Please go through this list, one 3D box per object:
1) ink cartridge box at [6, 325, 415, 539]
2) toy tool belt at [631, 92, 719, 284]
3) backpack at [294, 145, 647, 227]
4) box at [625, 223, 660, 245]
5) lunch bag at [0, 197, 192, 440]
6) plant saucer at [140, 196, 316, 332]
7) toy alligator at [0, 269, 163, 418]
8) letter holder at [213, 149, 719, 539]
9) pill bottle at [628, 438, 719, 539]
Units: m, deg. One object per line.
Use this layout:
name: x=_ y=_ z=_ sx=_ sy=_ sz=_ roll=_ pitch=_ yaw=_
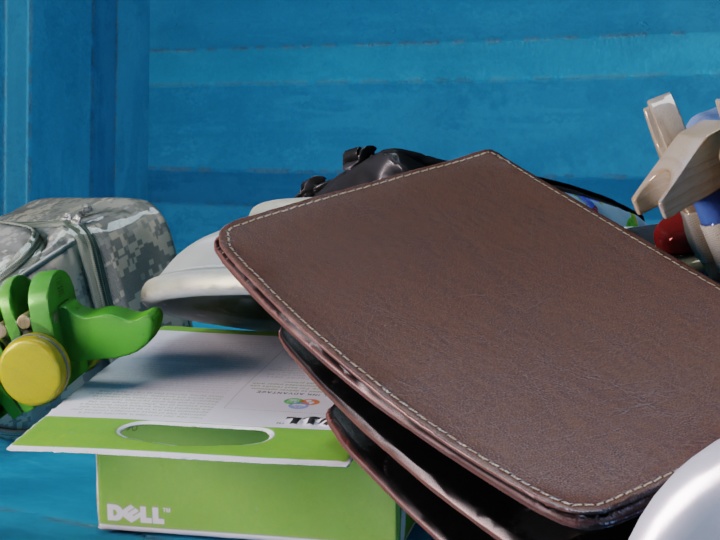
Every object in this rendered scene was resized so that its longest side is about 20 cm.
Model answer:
ink cartridge box: x=-0.052 y=0.085 z=0.760 sx=0.146 sy=0.077 sz=0.200 roll=2 pitch=12 yaw=12
toy tool belt: x=0.159 y=-0.029 z=0.628 sx=0.124 sy=0.124 sz=0.200 roll=-22 pitch=17 yaw=-18
backpack: x=0.073 y=0.004 z=0.991 sx=0.198 sy=0.156 sz=0.163 roll=-6 pitch=-12 yaw=-32
box: x=0.237 y=0.018 z=0.779 sx=0.198 sy=0.047 sz=0.159 roll=-8 pitch=26 yaw=-24
lunch bag: x=-0.219 y=0.036 z=1.076 sx=0.167 sy=0.141 sz=0.199 roll=-22 pitch=16 yaw=-36
plant saucer: x=0.000 y=0.000 z=0.790 sx=0.198 sy=0.051 sz=0.200 roll=5 pitch=-7 yaw=1
toy alligator: x=-0.179 y=0.047 z=0.767 sx=0.199 sy=0.055 sz=0.059 roll=-27 pitch=6 yaw=19
letter holder: x=0.049 y=0.054 z=0.583 sx=0.141 sy=0.102 sz=0.200 roll=-16 pitch=34 yaw=-33
pill bottle: x=0.155 y=0.085 z=0.448 sx=0.115 sy=0.117 sz=0.199 roll=3 pitch=4 yaw=34
